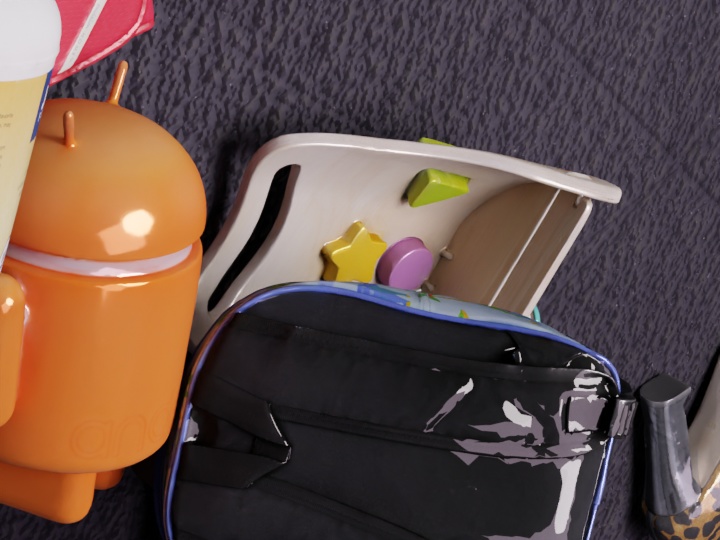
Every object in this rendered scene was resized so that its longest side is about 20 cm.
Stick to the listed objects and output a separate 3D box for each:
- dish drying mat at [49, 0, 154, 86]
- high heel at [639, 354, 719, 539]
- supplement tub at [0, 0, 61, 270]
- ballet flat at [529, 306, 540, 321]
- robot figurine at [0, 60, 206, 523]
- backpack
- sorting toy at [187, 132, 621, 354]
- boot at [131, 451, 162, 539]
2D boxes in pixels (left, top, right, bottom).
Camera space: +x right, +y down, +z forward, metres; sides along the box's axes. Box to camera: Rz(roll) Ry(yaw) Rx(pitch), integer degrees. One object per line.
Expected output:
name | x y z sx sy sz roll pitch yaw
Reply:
dish drying mat | -0.128 -0.178 1.074 0.077 0.018 0.200 -32 134 -31
high heel | 0.271 0.108 1.660 0.200 0.071 0.143 -20 122 -20
supplement tub | -0.198 -0.060 0.967 0.144 0.144 0.200 -2 114 -48
ballet flat | 0.056 0.102 1.437 0.069 0.069 0.200 -15 119 -43
robot figurine | -0.131 0.010 1.114 0.144 0.117 0.200 -6 119 -34
backpack | 0.004 0.096 1.188 0.200 0.147 0.183 16 90 -9
sorting toy | 0.000 0.000 1.278 0.180 0.107 0.200 15 113 -39
boot | -0.120 0.186 1.301 0.200 0.068 0.188 -47 149 -6
